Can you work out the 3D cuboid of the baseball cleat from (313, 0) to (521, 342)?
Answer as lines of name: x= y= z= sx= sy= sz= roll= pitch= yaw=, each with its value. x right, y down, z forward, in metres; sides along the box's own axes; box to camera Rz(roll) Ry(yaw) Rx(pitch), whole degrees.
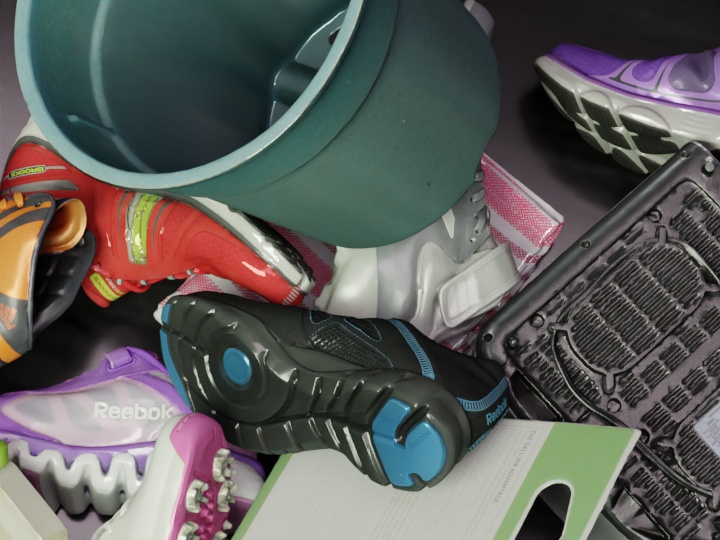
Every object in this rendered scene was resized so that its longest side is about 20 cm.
baseball cleat: x=0.051 y=-0.043 z=1.299 sx=0.106 sy=0.070 sz=0.201 roll=24 pitch=86 yaw=-1

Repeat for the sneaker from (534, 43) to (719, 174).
sneaker: x=0.192 y=-0.095 z=1.313 sx=0.199 sy=0.081 sz=0.084 roll=16 pitch=70 yaw=29

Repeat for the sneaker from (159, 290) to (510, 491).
sneaker: x=-0.016 y=0.055 z=1.219 sx=0.199 sy=0.074 sz=0.082 roll=21 pitch=32 yaw=32

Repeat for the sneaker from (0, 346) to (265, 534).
sneaker: x=-0.142 y=0.083 z=1.277 sx=0.199 sy=0.081 sz=0.089 roll=8 pitch=67 yaw=-4

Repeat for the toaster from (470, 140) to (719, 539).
toaster: x=0.165 y=0.065 z=1.275 sx=0.200 sy=0.119 sz=0.181 roll=-41 pitch=81 yaw=-12

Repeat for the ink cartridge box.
ink cartridge box: x=0.033 y=0.135 z=1.189 sx=0.199 sy=0.048 sz=0.146 roll=5 pitch=48 yaw=34

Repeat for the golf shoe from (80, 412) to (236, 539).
golf shoe: x=-0.121 y=0.157 z=1.221 sx=0.091 sy=0.075 sz=0.201 roll=21 pitch=114 yaw=17

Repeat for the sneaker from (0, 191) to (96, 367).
sneaker: x=-0.198 y=-0.034 z=1.267 sx=0.111 sy=0.078 sz=0.201 roll=-19 pitch=63 yaw=15

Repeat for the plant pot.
plant pot: x=-0.035 y=-0.108 z=1.194 sx=0.199 sy=0.196 sz=0.202 roll=-10 pitch=69 yaw=28

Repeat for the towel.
towel: x=0.000 y=0.000 z=1.327 sx=0.146 sy=0.030 sz=0.200 roll=41 pitch=78 yaw=7

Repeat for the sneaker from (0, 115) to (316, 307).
sneaker: x=-0.114 y=-0.014 z=1.295 sx=0.199 sy=0.077 sz=0.085 roll=25 pitch=86 yaw=25

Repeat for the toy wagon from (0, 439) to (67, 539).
toy wagon: x=-0.200 y=0.162 z=1.217 sx=0.199 sy=0.040 sz=0.156 roll=4 pitch=101 yaw=27
